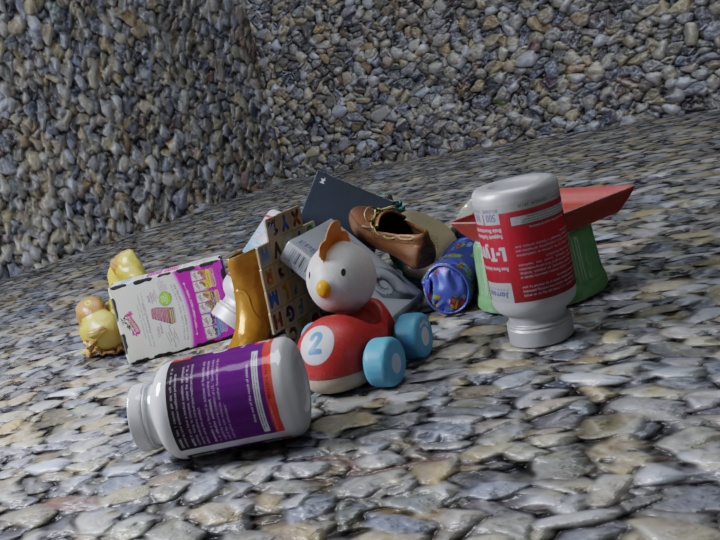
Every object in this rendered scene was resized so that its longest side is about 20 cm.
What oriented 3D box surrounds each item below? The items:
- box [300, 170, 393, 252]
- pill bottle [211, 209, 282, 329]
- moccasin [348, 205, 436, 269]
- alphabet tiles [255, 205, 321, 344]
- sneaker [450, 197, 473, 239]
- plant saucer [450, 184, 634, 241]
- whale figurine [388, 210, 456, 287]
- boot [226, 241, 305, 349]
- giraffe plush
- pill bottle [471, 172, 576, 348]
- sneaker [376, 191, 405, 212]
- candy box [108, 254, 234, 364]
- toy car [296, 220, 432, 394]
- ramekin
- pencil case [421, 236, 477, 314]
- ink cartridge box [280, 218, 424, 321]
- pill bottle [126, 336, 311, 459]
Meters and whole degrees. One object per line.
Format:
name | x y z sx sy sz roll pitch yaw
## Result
box | -0.039 -0.074 1.633 0.146 0.109 0.200 22 -19 -1
pill bottle | -0.159 0.009 1.494 0.202 0.108 0.108 -57 22 -8
moccasin | 0.045 -0.069 1.453 0.073 0.079 0.201 -21 31 -21
alphabet tiles | -0.103 0.008 1.407 0.006 0.204 0.166 -3 14 30
sneaker | 0.220 -0.050 1.659 0.076 0.111 0.201 -39 -13 -24
plant saucer | 0.265 -0.080 1.310 0.197 0.037 0.199 -21 12 -30
whale figurine | 0.103 -0.019 1.590 0.157 0.105 0.201 22 31 -11
boot | -0.177 0.050 1.378 0.070 0.146 0.201 -7 24 47
giraffe plush | -0.447 0.086 1.646 0.161 0.175 0.199 -31 51 -28
pill bottle | 0.211 -0.013 1.138 0.110 0.204 0.112 -13 11 2
sneaker | 0.072 -0.093 1.804 0.076 0.093 0.200 12 -11 26
candy box | -0.318 0.066 1.549 0.196 0.139 0.061 -14 10 -6
toy car | -0.029 0.040 1.171 0.181 0.204 0.176 -7 13 30
ramekin | 0.262 -0.014 1.341 0.196 0.100 0.200 -13 11 3
pencil case | 0.153 0.004 1.435 0.085 0.080 0.200 4 16 16
ink cartridge box | 0.000 0.000 1.417 0.041 0.199 0.200 -57 -12 29
pill bottle | -0.160 0.149 1.029 0.196 0.115 0.113 -12 11 6
